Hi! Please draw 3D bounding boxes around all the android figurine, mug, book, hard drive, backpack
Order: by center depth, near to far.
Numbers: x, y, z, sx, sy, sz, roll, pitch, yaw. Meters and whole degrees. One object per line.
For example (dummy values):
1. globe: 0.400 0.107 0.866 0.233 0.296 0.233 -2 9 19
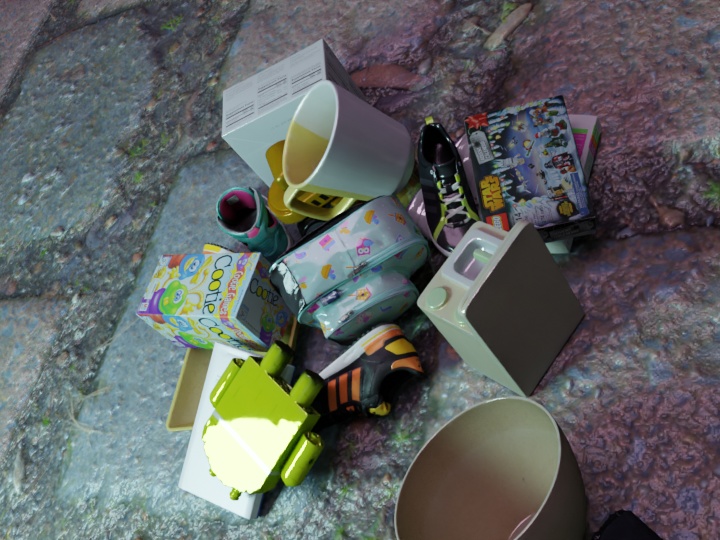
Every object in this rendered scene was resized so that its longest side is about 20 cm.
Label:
1. android figurine: -0.127 0.196 1.149 0.181 0.041 0.202 37 101 30
2. backpack: 0.000 0.000 1.203 0.199 0.176 0.154 -40 73 2
3. hard drive: -0.166 0.210 1.210 0.130 0.025 0.203 13 88 32
4. book: 0.240 -0.120 1.224 0.132 0.048 0.202 4 62 35
5. mug: -0.018 -0.162 1.265 0.186 0.151 0.152 -16 63 56

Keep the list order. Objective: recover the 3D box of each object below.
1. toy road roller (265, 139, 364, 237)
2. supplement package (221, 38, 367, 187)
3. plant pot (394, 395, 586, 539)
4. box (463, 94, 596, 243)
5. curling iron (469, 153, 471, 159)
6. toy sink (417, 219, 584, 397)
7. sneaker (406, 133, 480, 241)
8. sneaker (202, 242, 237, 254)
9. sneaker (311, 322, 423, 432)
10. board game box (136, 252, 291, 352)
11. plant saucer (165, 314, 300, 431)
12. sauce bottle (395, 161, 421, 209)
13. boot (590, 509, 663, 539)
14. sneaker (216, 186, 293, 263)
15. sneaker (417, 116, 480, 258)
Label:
1. toy road roller: -0.055 -0.148 1.381 0.199 0.146 0.124 -34 45 9
2. supplement package: -0.103 -0.251 1.487 0.198 0.156 0.112 -22 49 20
3. plant pot: 0.152 0.251 0.922 0.199 0.135 0.201 -34 26 19
4. box: 0.213 -0.125 1.158 0.135 0.040 0.203 -12 56 10
5. curling iron: 0.220 -0.131 1.197 0.199 0.025 0.050 37 96 36
6. toy sink: 0.155 0.031 1.056 0.111 0.200 0.131 27 75 44
7. sneaker: 0.150 -0.117 1.282 0.099 0.075 0.201 31 75 21
8. sneaker: -0.192 0.022 1.415 0.199 0.070 0.091 18 80 44
9. sneaker: -0.007 0.161 1.158 0.200 0.070 0.090 -43 59 8
10. board game box: -0.205 0.046 1.301 0.198 0.105 0.104 -1 58 36
11. plant saucer: -0.171 0.143 1.313 0.197 0.048 0.202 -11 52 30
12. sauce bottle: 0.026 -0.072 1.324 0.200 0.066 0.066 -48 44 -5
13. boot: 0.306 0.277 0.848 0.201 0.076 0.168 -51 48 0
14. sneaker: -0.187 -0.095 1.453 0.083 0.121 0.200 -41 43 1
15. sneaker: 0.109 -0.109 1.198 0.071 0.083 0.203 -18 67 4
